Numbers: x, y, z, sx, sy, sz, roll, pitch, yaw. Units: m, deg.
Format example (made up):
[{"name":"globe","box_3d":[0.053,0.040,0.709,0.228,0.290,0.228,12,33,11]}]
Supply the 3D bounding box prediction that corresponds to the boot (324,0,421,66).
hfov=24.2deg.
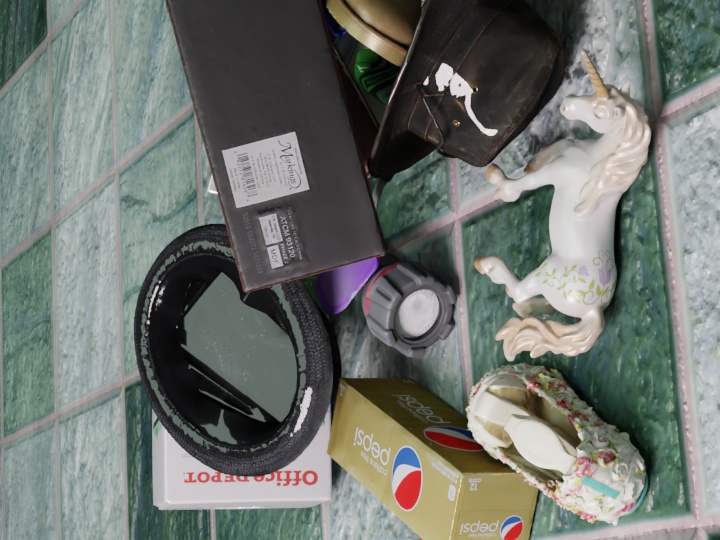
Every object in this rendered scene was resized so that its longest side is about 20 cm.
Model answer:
[{"name":"boot","box_3d":[0.051,-0.254,1.103,0.201,0.066,0.176,-52,27,24]}]

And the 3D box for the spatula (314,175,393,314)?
[{"name":"spatula","box_3d":[0.016,-0.054,1.242,0.201,0.020,0.057,-65,28,26]}]

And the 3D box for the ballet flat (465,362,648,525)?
[{"name":"ballet flat","box_3d":[0.114,0.102,1.098,0.200,0.063,0.076,27,95,60]}]

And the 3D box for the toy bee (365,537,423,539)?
[{"name":"toy bee","box_3d":[0.016,0.272,1.224,0.131,0.108,0.202,38,120,55]}]

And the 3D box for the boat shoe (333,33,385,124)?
[{"name":"boat shoe","box_3d":[0.006,-0.158,1.342,0.072,0.069,0.202,-105,35,-50]}]

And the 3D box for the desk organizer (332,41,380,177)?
[{"name":"desk organizer","box_3d":[-0.065,-0.150,1.281,0.201,0.077,0.072,61,143,10]}]

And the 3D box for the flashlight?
[{"name":"flashlight","box_3d":[0.000,0.000,1.318,0.200,0.068,0.068,37,160,53]}]

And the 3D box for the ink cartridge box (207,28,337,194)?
[{"name":"ink cartridge box","box_3d":[-0.076,-0.113,1.402,0.116,0.067,0.202,-28,-47,-87]}]

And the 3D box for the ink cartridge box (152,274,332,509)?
[{"name":"ink cartridge box","box_3d":[-0.100,0.098,1.411,0.084,0.143,0.203,146,123,-74]}]

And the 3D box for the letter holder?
[{"name":"letter holder","box_3d":[-0.053,-0.099,1.163,0.142,0.099,0.202,-66,-38,-86]}]

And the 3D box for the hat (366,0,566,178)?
[{"name":"hat","box_3d":[0.088,-0.128,1.124,0.081,0.200,0.202,35,126,16]}]

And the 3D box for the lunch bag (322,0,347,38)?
[{"name":"lunch bag","box_3d":[0.025,-0.301,1.266,0.199,0.094,0.152,-35,38,25]}]

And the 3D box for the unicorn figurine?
[{"name":"unicorn figurine","box_3d":[0.134,-0.042,1.081,0.137,0.073,0.202,4,105,54]}]

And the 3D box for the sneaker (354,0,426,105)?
[{"name":"sneaker","box_3d":[0.050,-0.198,1.205,0.078,0.084,0.201,-72,4,-57]}]

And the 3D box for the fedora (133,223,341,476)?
[{"name":"fedora","box_3d":[-0.083,0.060,1.316,0.199,0.091,0.203,1,92,34]}]

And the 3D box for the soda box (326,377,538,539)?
[{"name":"soda box","box_3d":[0.048,0.139,1.217,0.200,0.067,0.065,31,114,60]}]
